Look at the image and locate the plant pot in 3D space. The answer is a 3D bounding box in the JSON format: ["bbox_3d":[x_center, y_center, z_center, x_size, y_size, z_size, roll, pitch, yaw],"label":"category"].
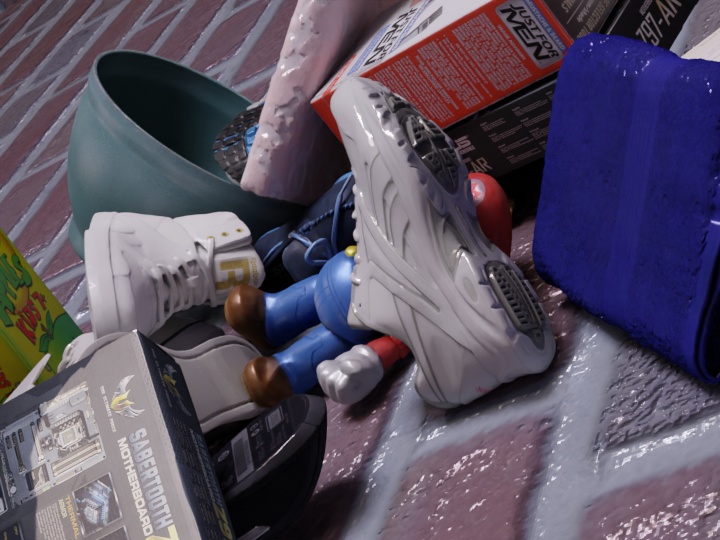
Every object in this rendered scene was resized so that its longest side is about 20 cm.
[{"bbox_3d":[-0.142,-0.057,1.332,0.135,0.199,0.201,-58,13,21],"label":"plant pot"}]

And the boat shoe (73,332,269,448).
[{"bbox_3d":[-0.121,0.078,1.047,0.060,0.074,0.200,-39,-12,21],"label":"boat shoe"}]

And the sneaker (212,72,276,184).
[{"bbox_3d":[-0.040,-0.097,1.289,0.075,0.087,0.200,-17,19,28],"label":"sneaker"}]

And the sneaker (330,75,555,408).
[{"bbox_3d":[0.021,-0.013,0.967,0.099,0.201,0.078,-35,-20,25],"label":"sneaker"}]

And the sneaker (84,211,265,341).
[{"bbox_3d":[-0.118,0.001,1.128,0.115,0.074,0.200,-2,19,-4],"label":"sneaker"}]

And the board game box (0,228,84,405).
[{"bbox_3d":[-0.262,0.036,1.263,0.047,0.201,0.102,-29,21,16],"label":"board game box"}]

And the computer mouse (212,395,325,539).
[{"bbox_3d":[-0.092,0.141,0.980,0.200,0.046,0.140,-41,16,-1],"label":"computer mouse"}]

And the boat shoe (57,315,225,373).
[{"bbox_3d":[-0.161,0.072,1.131,0.069,0.071,0.200,20,26,17],"label":"boat shoe"}]

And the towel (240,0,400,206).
[{"bbox_3d":[-0.009,-0.139,1.215,0.191,0.032,0.201,13,-85,-70],"label":"towel"}]

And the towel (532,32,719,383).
[{"bbox_3d":[0.154,-0.039,0.896,0.049,0.149,0.200,4,12,-20],"label":"towel"}]

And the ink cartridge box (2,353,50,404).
[{"bbox_3d":[-0.230,0.155,1.104,0.116,0.067,0.200,-45,14,29],"label":"ink cartridge box"}]

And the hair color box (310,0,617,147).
[{"bbox_3d":[0.070,-0.149,1.100,0.199,0.064,0.111,-23,24,44],"label":"hair color box"}]

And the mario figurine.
[{"bbox_3d":[0.000,0.000,1.051,0.199,0.124,0.106,-32,4,22],"label":"mario figurine"}]

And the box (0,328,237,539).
[{"bbox_3d":[-0.141,0.152,0.881,0.157,0.051,0.201,-30,58,10],"label":"box"}]

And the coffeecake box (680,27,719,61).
[{"bbox_3d":[0.258,-0.096,0.902,0.153,0.073,0.200,-36,20,-12],"label":"coffeecake box"}]

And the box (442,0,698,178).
[{"bbox_3d":[0.117,-0.128,1.129,0.199,0.044,0.161,-22,26,48],"label":"box"}]

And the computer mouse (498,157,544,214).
[{"bbox_3d":[0.136,-0.070,1.085,0.140,0.046,0.200,-28,22,17],"label":"computer mouse"}]

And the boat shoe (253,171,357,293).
[{"bbox_3d":[-0.017,-0.004,1.167,0.200,0.084,0.069,-37,19,52],"label":"boat shoe"}]
